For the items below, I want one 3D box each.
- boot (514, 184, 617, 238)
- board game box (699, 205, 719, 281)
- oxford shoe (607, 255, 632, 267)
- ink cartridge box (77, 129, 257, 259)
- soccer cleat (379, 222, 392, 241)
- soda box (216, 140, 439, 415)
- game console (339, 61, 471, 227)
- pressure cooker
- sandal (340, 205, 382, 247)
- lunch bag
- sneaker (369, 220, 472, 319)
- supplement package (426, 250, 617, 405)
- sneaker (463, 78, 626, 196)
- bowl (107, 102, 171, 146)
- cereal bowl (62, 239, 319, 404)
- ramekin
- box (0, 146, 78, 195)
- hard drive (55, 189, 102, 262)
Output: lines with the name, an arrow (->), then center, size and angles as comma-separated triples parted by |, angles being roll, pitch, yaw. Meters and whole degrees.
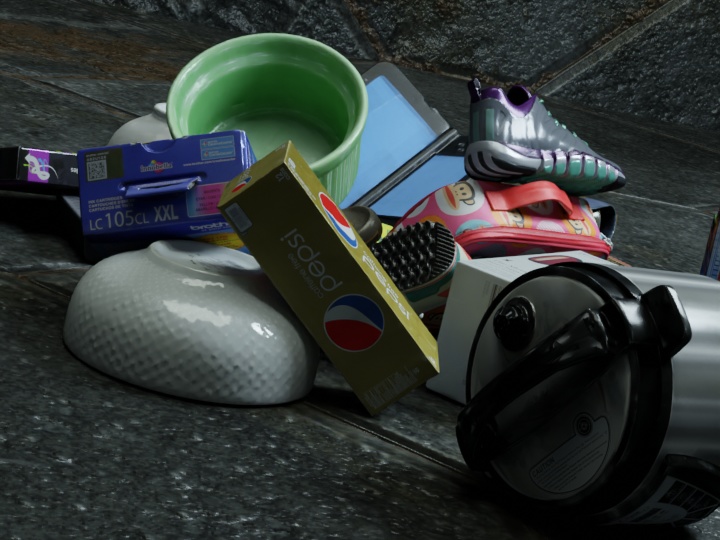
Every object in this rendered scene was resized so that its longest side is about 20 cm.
boot -> 0.186, -0.058, 1.781 | 0.096, 0.075, 0.200 | 5, 3, 15
board game box -> 0.329, 0.019, 1.649 | 0.061, 0.201, 0.200 | 14, 13, 8
oxford shoe -> 0.175, 0.015, 1.825 | 0.199, 0.071, 0.075 | 6, 14, 15
ink cartridge box -> -0.147, -0.051, 1.494 | 0.136, 0.077, 0.200 | -7, -17, 3
soccer cleat -> -0.001, 0.001, 1.735 | 0.084, 0.065, 0.200 | 38, 20, 19
soda box -> -0.022, 0.006, 1.395 | 0.200, 0.064, 0.068 | 54, 12, -13
game console -> 0.032, -0.121, 1.919 | 0.200, 0.117, 0.176 | -39, 26, -26
pressure cooker -> 0.167, 0.083, 1.275 | 0.199, 0.177, 0.178 | 7, 10, -41
sandal -> -0.078, -0.027, 1.618 | 0.199, 0.055, 0.082 | -15, 33, -7
lunch bag -> 0.120, -0.018, 1.652 | 0.199, 0.176, 0.082 | 5, 54, -40
sneaker -> 0.007, 0.022, 1.542 | 0.199, 0.071, 0.093 | -17, -32, 25
supplement package -> 0.163, 0.055, 1.531 | 0.113, 0.110, 0.200 | 22, 16, 32
sneaker -> 0.167, -0.117, 1.644 | 0.074, 0.088, 0.199 | -11, -13, 40
bowl -> -0.182, -0.123, 1.985 | 0.200, 0.091, 0.201 | 13, 12, -3
cereal bowl -> -0.123, 0.029, 1.417 | 0.199, 0.084, 0.200 | 12, 13, -3
ramekin -> -0.091, -0.132, 1.855 | 0.199, 0.098, 0.201 | -1, 50, 1
box -> -0.279, -0.091, 1.770 | 0.199, 0.036, 0.143 | 7, -4, -44
hard drive -> -0.173, -0.032, 1.711 | 0.199, 0.043, 0.135 | 6, 15, -25
